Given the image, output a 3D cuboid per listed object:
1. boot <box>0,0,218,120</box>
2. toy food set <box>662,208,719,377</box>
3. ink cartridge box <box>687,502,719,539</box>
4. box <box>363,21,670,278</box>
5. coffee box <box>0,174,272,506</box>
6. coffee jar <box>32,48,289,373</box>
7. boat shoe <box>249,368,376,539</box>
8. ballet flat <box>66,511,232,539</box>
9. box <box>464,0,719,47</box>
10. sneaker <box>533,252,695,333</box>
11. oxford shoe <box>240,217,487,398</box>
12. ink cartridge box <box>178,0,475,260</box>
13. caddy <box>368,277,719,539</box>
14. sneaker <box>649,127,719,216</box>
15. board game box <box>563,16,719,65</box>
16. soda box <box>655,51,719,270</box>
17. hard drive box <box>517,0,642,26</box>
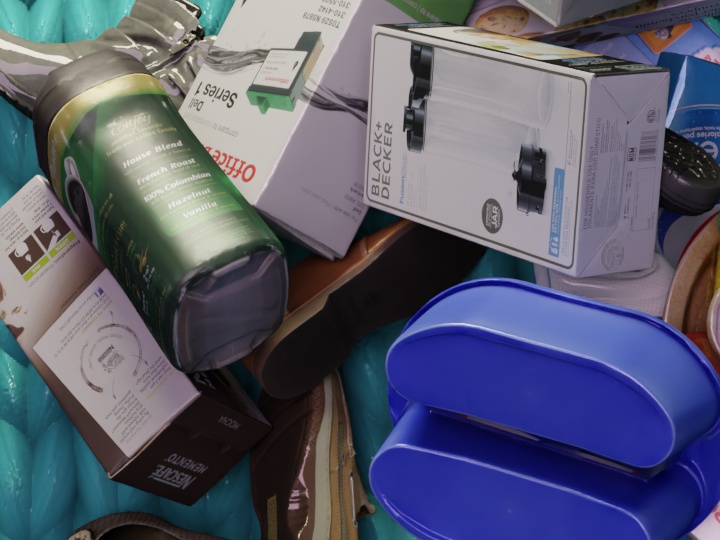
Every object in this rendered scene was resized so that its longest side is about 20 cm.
[{"bbox_3d":[-0.181,-0.151,1.280,0.200,0.068,0.131,37,84,9],"label":"boot"},{"bbox_3d":[0.261,0.046,1.041,0.197,0.049,0.201,9,81,-10],"label":"toy food set"},{"bbox_3d":[0.295,0.116,1.122,0.145,0.084,0.200,43,92,14],"label":"ink cartridge box"},{"bbox_3d":[0.084,-0.074,1.071,0.200,0.060,0.117,24,115,51],"label":"box"},{"bbox_3d":[-0.159,0.046,1.192,0.080,0.113,0.200,-42,63,5],"label":"coffee box"},{"bbox_3d":[-0.126,-0.040,1.126,0.085,0.104,0.200,-25,58,-21],"label":"coffee jar"},{"bbox_3d":[-0.026,0.147,1.198,0.072,0.076,0.201,-25,55,48],"label":"boat shoe"},{"bbox_3d":[-0.131,0.191,1.180,0.200,0.046,0.068,4,78,42],"label":"ballet flat"},{"bbox_3d":[0.164,-0.173,1.178,0.199,0.039,0.042,-10,79,9],"label":"box"},{"bbox_3d":[0.109,0.064,1.089,0.199,0.081,0.147,-22,86,5],"label":"sneaker"},{"bbox_3d":[0.000,0.000,1.198,0.200,0.071,0.071,-32,42,-17],"label":"oxford shoe"},{"bbox_3d":[-0.031,-0.124,1.193,0.146,0.084,0.200,23,85,54],"label":"ink cartridge box"},{"bbox_3d":[0.100,0.085,0.996,0.199,0.105,0.142,16,110,20],"label":"caddy"},{"bbox_3d":[0.136,-0.051,1.110,0.200,0.060,0.104,46,124,49],"label":"sneaker"},{"bbox_3d":[0.144,-0.137,1.216,0.151,0.037,0.200,-44,75,3],"label":"board game box"},{"bbox_3d":[0.192,-0.031,1.147,0.064,0.068,0.201,15,97,-6],"label":"soda box"},{"bbox_3d":[0.118,-0.242,1.130,0.156,0.077,0.200,-19,44,-31],"label":"hard drive box"}]
